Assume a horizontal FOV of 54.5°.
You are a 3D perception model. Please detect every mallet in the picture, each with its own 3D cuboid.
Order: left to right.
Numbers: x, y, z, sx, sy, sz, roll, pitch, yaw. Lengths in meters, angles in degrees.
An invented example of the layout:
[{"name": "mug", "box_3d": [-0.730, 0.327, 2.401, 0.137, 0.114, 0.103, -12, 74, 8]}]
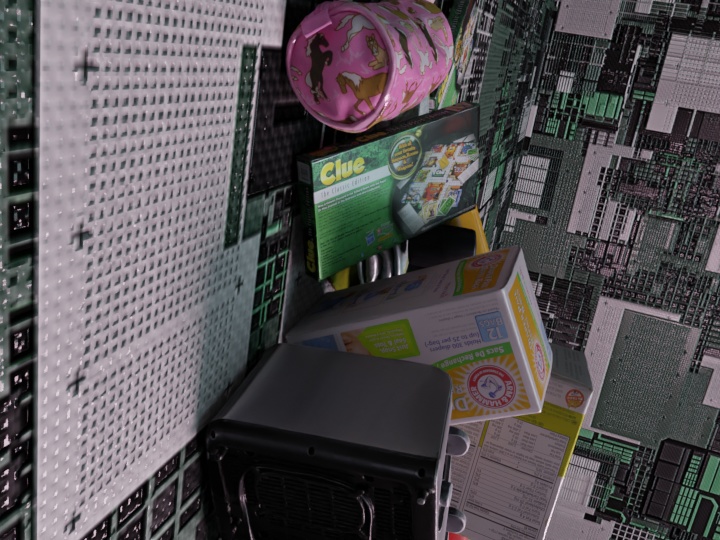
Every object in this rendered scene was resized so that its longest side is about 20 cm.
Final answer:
[{"name": "mallet", "box_3d": [0.092, -0.033, 0.737, 0.200, 0.065, 0.042, -34, 129, -76]}]

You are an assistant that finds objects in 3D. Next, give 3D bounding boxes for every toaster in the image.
[{"name": "toaster", "box_3d": [-0.020, 0.168, 0.537, 0.119, 0.198, 0.182, -57, 149, -56]}]

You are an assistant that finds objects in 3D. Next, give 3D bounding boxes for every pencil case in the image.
[{"name": "pencil case", "box_3d": [0.016, -0.166, 0.539, 0.083, 0.086, 0.200, -62, 174, 28]}]

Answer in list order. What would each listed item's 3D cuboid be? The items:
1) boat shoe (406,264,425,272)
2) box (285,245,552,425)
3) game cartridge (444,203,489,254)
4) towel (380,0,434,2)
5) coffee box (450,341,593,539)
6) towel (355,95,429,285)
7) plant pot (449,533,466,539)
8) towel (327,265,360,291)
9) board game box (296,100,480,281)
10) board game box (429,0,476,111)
[{"name": "boat shoe", "box_3d": [0.051, 0.024, 0.805, 0.202, 0.074, 0.065, -43, 156, -61]}, {"name": "box", "box_3d": [0.055, 0.066, 0.612, 0.113, 0.199, 0.101, 69, 26, -13]}, {"name": "game cartridge", "box_3d": [0.118, -0.043, 0.834, 0.176, 0.032, 0.201, -116, -175, -76]}, {"name": "towel", "box_3d": [0.062, -0.336, 0.652, 0.192, 0.032, 0.201, 83, 26, -54]}, {"name": "coffee box", "box_3d": [0.139, 0.175, 0.811, 0.200, 0.198, 0.199, -13, 118, -73]}, {"name": "towel", "box_3d": [0.038, -0.091, 0.711, 0.171, 0.048, 0.201, -61, 155, -55]}, {"name": "plant pot", "box_3d": [0.103, 0.313, 1.101, 0.200, 0.181, 0.202, 14, 90, -74]}, {"name": "towel", "box_3d": [0.000, 0.000, 0.758, 0.200, 0.018, 0.087, 63, 42, -68]}, {"name": "board game box", "box_3d": [0.032, -0.074, 0.604, 0.199, 0.023, 0.106, -25, 128, -36]}, {"name": "board game box", "box_3d": [0.117, -0.266, 0.905, 0.105, 0.023, 0.201, 78, 29, -61]}]
